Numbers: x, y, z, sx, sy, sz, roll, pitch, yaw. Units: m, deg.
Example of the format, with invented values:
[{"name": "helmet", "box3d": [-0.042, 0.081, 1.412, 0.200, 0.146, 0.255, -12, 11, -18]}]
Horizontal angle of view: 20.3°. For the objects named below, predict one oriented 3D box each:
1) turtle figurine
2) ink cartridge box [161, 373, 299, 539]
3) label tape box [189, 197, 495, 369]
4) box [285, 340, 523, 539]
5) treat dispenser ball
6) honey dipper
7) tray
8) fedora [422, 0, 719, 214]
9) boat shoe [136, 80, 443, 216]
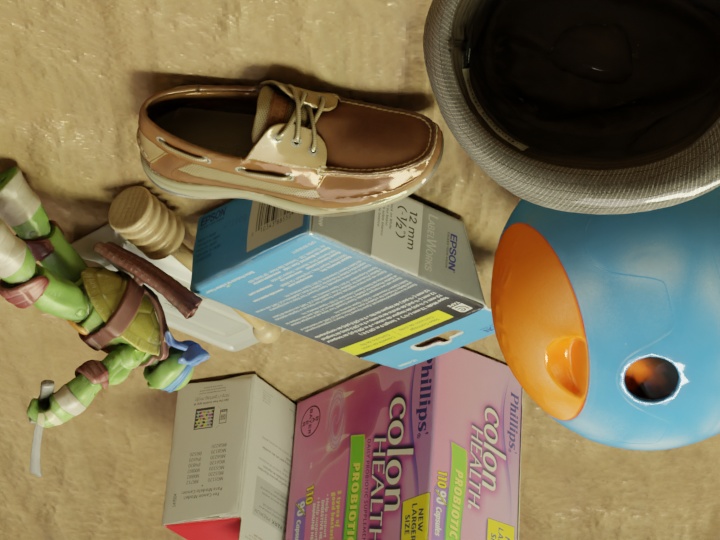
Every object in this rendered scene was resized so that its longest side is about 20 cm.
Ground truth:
[{"name": "turtle figurine", "box3d": [-0.226, 0.037, 1.429, 0.200, 0.144, 0.194, -6, 133, 49]}, {"name": "ink cartridge box", "box3d": [-0.084, 0.211, 1.760, 0.084, 0.176, 0.200, -10, 150, 27]}, {"name": "label tape box", "box3d": [0.000, 0.000, 1.441, 0.200, 0.066, 0.143, 21, 151, -34]}, {"name": "box", "box3d": [0.034, 0.178, 1.669, 0.097, 0.176, 0.200, 22, 150, -32]}, {"name": "treat dispenser ball", "box3d": [0.183, 0.014, 1.280, 0.201, 0.201, 0.201, 4, 154, 2]}, {"name": "honey dipper", "box3d": [-0.115, 0.001, 1.483, 0.038, 0.038, 0.200, -10, 148, 28]}, {"name": "tray", "box3d": [-0.139, 0.020, 1.554, 0.200, 0.022, 0.107, 24, 147, -34]}, {"name": "fedora", "box3d": [0.138, -0.120, 1.099, 0.200, 0.177, 0.090, -5, -178, 15]}, {"name": "boat shoe", "box3d": [-0.048, -0.082, 1.272, 0.200, 0.076, 0.072, -1, 152, 8]}]
